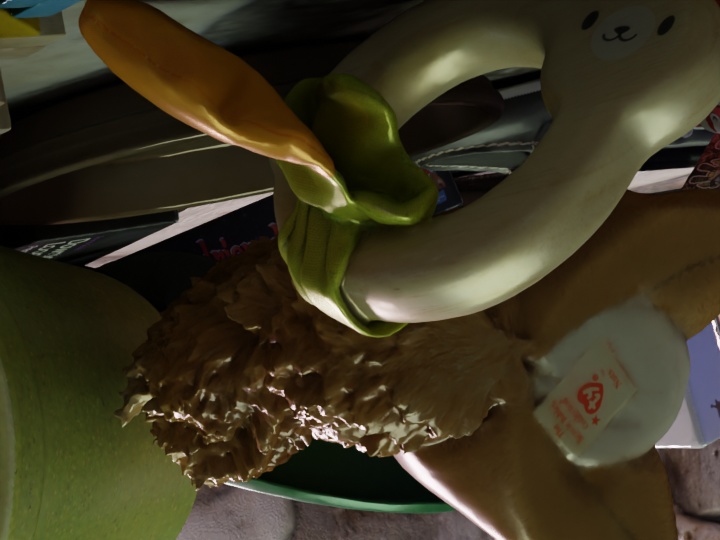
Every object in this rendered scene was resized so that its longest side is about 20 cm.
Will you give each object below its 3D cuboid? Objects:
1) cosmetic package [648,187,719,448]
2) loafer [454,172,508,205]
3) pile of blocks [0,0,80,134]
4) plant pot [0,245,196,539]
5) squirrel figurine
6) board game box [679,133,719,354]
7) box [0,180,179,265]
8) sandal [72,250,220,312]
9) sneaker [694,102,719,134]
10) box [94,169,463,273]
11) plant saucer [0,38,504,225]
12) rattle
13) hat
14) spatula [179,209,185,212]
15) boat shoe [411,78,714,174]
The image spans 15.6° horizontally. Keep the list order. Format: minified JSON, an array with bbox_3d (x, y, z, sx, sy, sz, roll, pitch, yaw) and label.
[{"bbox_3d":[0.096,0.024,1.175,0.074,0.102,0.199,-23,-170,-36],"label":"cosmetic package"},{"bbox_3d":[0.041,-0.010,1.381,0.199,0.073,0.071,-13,176,23],"label":"loafer"},{"bbox_3d":[-0.095,-0.054,0.580,0.082,0.063,0.200,-12,176,12],"label":"pile of blocks"},{"bbox_3d":[-0.156,0.063,0.943,0.199,0.202,0.184,-14,173,26],"label":"plant pot"},{"bbox_3d":[0.014,0.017,0.931,0.199,0.142,0.186,6,-170,-33],"label":"squirrel figurine"},{"bbox_3d":[0.237,0.012,0.957,0.199,0.160,0.097,7,-135,32],"label":"board game box"},{"bbox_3d":[-0.191,-0.008,1.066,0.199,0.036,0.143,-11,176,-30],"label":"box"},{"bbox_3d":[-0.144,0.036,1.094,0.199,0.076,0.048,-12,159,4],"label":"sandal"},{"bbox_3d":[0.150,-0.052,0.890,0.071,0.113,0.200,-8,175,-28],"label":"sneaker"},{"bbox_3d":[-0.054,-0.003,1.198,0.199,0.038,0.137,-23,178,-2],"label":"box"},{"bbox_3d":[-0.047,-0.050,0.956,0.199,0.030,0.200,-12,176,-1],"label":"plant saucer"},{"bbox_3d":[0.041,-0.083,0.768,0.199,0.143,0.130,-28,-157,17],"label":"rattle"},{"bbox_3d":[0.000,0.000,1.142,0.199,0.177,0.166,12,-170,9],"label":"hat"},{"bbox_3d":[-0.081,-0.032,1.141,0.199,0.021,0.056,-14,179,40],"label":"spatula"},{"bbox_3d":[0.116,-0.056,1.101,0.199,0.057,0.067,-11,175,-9],"label":"boat shoe"}]
